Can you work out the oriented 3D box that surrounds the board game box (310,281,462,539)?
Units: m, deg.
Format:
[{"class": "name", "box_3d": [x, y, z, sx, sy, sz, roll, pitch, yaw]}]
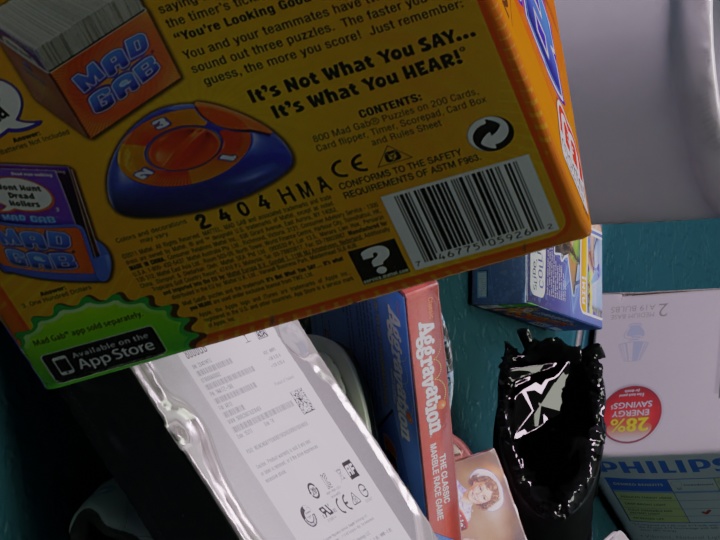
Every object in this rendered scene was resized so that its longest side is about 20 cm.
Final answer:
[{"class": "board game box", "box_3d": [0.011, 0.070, 1.130, 0.019, 0.103, 0.201, -19, 125, -20]}]

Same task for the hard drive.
[{"class": "hard drive", "box_3d": [-0.048, 0.064, 0.979, 0.200, 0.038, 0.140, 56, 24, 7]}]

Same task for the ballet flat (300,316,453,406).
[{"class": "ballet flat", "box_3d": [0.000, 0.000, 1.185, 0.074, 0.074, 0.200, -63, 146, -49]}]

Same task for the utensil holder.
[{"class": "utensil holder", "box_3d": [0.105, -0.105, 1.266, 0.170, 0.199, 0.171, -2, 90, -66]}]

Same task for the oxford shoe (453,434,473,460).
[{"class": "oxford shoe", "box_3d": [0.038, 0.183, 1.273, 0.074, 0.071, 0.201, 127, -40, -77]}]

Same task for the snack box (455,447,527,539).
[{"class": "snack box", "box_3d": [0.064, 0.193, 1.223, 0.024, 0.072, 0.201, 136, -64, -73]}]

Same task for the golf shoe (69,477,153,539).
[{"class": "golf shoe", "box_3d": [-0.077, 0.175, 0.983, 0.097, 0.078, 0.201, -7, 84, -61]}]

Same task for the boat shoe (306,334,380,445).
[{"class": "boat shoe", "box_3d": [-0.018, 0.125, 1.119, 0.060, 0.072, 0.202, -19, 111, -65]}]

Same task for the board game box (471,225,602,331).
[{"class": "board game box", "box_3d": [0.105, -0.071, 1.467, 0.135, 0.034, 0.201, 19, 70, -64]}]

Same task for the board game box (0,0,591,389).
[{"class": "board game box", "box_3d": [-0.054, -0.118, 0.841, 0.200, 0.199, 0.200, -94, 164, -45]}]

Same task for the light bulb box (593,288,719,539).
[{"class": "light bulb box", "box_3d": [0.266, 0.109, 1.616, 0.200, 0.198, 0.125, 57, 35, -51]}]

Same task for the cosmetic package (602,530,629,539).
[{"class": "cosmetic package", "box_3d": [0.059, 0.218, 1.121, 0.090, 0.200, 0.107, 51, 24, 4]}]

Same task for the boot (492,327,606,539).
[{"class": "boot", "box_3d": [0.096, 0.144, 1.306, 0.163, 0.073, 0.199, 95, -3, -60]}]
